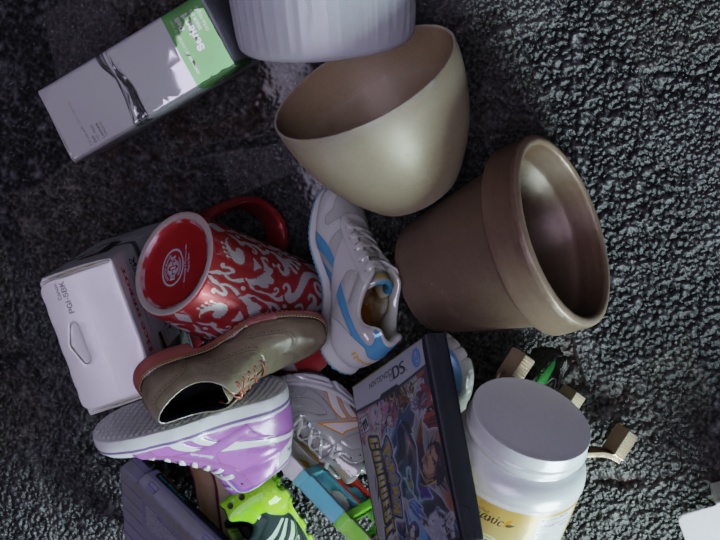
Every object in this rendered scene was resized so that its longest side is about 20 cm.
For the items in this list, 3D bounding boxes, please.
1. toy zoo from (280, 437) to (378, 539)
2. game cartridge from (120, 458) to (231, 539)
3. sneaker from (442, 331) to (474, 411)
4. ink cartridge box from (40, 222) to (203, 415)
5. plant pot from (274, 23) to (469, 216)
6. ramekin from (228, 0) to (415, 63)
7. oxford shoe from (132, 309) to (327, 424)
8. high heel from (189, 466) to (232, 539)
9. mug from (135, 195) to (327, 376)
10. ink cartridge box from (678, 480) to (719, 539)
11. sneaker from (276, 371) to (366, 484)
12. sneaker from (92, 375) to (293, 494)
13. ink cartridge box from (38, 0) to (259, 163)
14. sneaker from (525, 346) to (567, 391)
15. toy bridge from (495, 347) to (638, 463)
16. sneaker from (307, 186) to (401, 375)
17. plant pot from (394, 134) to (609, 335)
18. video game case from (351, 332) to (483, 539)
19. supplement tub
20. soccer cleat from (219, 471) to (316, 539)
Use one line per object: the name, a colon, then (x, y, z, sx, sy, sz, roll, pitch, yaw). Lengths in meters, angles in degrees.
toy zoo: (-0.044, 0.216, 1.660, 0.200, 0.131, 0.020, 45, 99, 11)
game cartridge: (-0.189, 0.302, 1.689, 0.199, 0.038, 0.131, 37, 135, 33)
sneaker: (0.064, 0.161, 1.645, 0.089, 0.078, 0.202, -16, 121, -24)
ink cartridge box: (-0.243, 0.045, 1.630, 0.082, 0.200, 0.148, -17, 100, 11)
plant pot: (0.031, -0.136, 1.571, 0.198, 0.201, 0.135, -23, 119, 12)
ramekin: (-0.037, -0.270, 1.540, 0.198, 0.201, 0.099, -1, 110, 8)
oxford shoe: (-0.117, 0.100, 1.518, 0.198, 0.075, 0.071, -21, 133, -10)
high heel: (-0.163, 0.230, 1.707, 0.067, 0.096, 0.201, -27, 97, 28)
mug: (-0.133, 0.011, 1.603, 0.134, 0.199, 0.178, -46, 50, 15)
ink cartridge box: (0.443, 0.268, 1.647, 0.198, 0.068, 0.117, -19, 99, 11)
sneaker: (-0.031, 0.171, 1.635, 0.198, 0.093, 0.076, 18, 145, -30)
sneaker: (-0.161, 0.182, 1.553, 0.198, 0.073, 0.116, -9, 117, -11)
ink cartridge box: (-0.212, -0.200, 1.601, 0.198, 0.146, 0.085, -28, 96, 12)
sneaker: (0.177, 0.174, 1.671, 0.084, 0.078, 0.202, 17, 106, -12)
toy bridge: (0.205, 0.152, 1.620, 0.199, 0.027, 0.068, 35, 88, -32)
sneaker: (0.000, 0.000, 1.589, 0.080, 0.076, 0.202, -26, 63, 39)
plant pot: (0.134, -0.017, 1.586, 0.173, 0.200, 0.202, -18, 99, 31)
video game case: (0.052, 0.184, 1.533, 0.025, 0.181, 0.202, -1, 71, -26)
supplement tub: (0.139, 0.221, 1.547, 0.143, 0.145, 0.202, 19, 122, 4)
soccer cleat: (-0.101, 0.270, 1.674, 0.081, 0.201, 0.068, -32, 59, -8)
